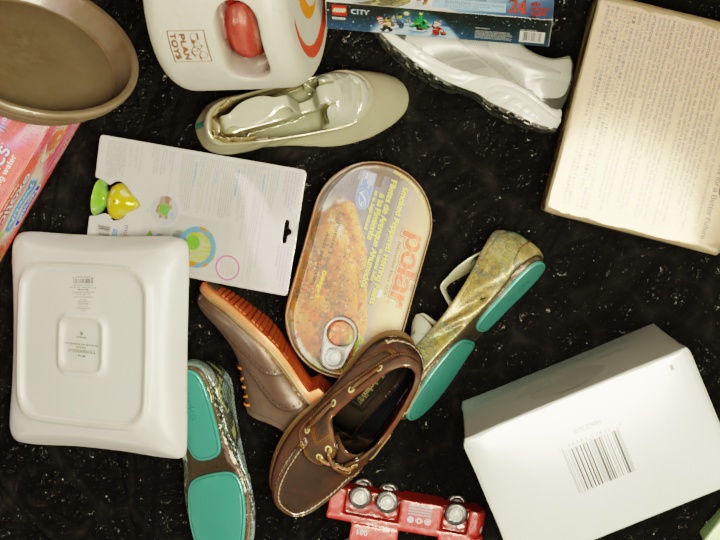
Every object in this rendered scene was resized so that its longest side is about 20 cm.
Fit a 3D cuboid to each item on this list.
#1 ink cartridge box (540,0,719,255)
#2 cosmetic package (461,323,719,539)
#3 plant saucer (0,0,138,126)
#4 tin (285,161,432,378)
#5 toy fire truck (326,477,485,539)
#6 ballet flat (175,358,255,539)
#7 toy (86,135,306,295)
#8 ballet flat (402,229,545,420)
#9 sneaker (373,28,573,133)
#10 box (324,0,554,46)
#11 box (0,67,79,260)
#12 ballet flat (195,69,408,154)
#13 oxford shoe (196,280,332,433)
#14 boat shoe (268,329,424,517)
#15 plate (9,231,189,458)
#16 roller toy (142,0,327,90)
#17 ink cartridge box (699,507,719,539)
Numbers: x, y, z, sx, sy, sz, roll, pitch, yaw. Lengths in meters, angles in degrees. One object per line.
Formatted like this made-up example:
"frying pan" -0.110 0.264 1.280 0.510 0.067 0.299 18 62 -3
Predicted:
"ink cartridge box" 0.264 -0.130 1.347 0.163 0.075 0.202 15 93 2
"cosmetic package" 0.199 0.146 1.303 0.198 0.200 0.124 -23 94 5
"plant saucer" -0.297 -0.196 1.341 0.199 0.200 0.030 31 129 2
"tin" 0.000 0.000 1.387 0.111 0.042 0.202 17 90 7
"toy fire truck" 0.009 0.269 1.398 0.198 0.049 0.142 10 94 3
"ballet flat" -0.129 0.178 1.393 0.074 0.074 0.202 -8 95 4
"toy" -0.151 -0.053 1.395 0.198 0.047 0.116 10 97 7
"ballet flat" 0.087 0.046 1.379 0.071 0.071 0.200 40 95 1
"sneaker" 0.099 -0.195 1.355 0.199 0.074 0.080 25 92 5
"box" 0.074 -0.271 1.338 0.198 0.038 0.138 5 60 4
"box" -0.354 -0.088 1.382 0.102 0.095 0.201 30 94 2
"ballet flat" -0.051 -0.145 1.357 0.198 0.069 0.070 -13 92 -5
"oxford shoe" -0.090 0.096 1.387 0.073 0.071 0.200 -42 90 9
"boat shoe" -0.015 0.143 1.330 0.070 0.070 0.201 29 106 -19
"plate" -0.248 0.067 1.379 0.198 0.032 0.202 3 93 27
"roller toy" -0.112 -0.250 1.307 0.139 0.200 0.184 -1 90 12
"ink cartridge box" 0.432 0.253 1.370 0.200 0.048 0.146 40 94 4
